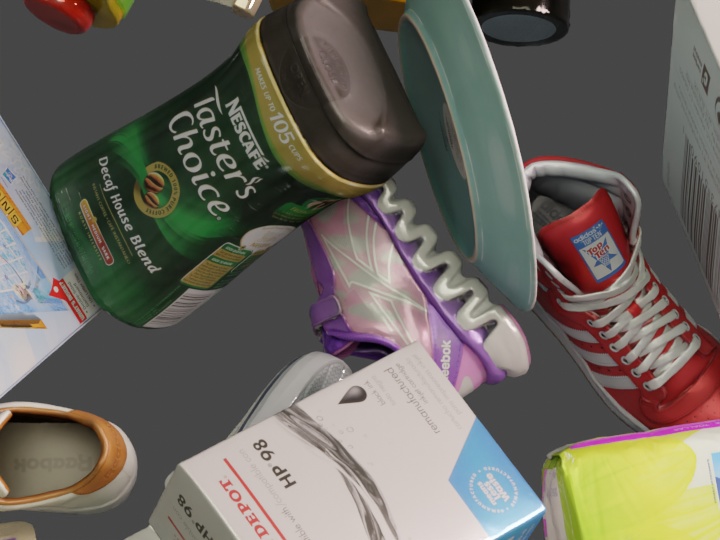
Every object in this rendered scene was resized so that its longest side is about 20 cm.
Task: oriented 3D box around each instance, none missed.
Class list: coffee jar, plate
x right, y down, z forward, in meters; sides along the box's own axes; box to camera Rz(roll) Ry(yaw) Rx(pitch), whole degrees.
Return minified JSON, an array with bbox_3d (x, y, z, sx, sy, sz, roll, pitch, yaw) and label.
[{"bbox_3d":[-0.064,-0.058,1.509,0.200,0.085,0.104,-34,71,27],"label":"coffee jar"},{"bbox_3d":[0.051,-0.072,1.508,0.026,0.200,0.201,-15,76,-6],"label":"plate"}]

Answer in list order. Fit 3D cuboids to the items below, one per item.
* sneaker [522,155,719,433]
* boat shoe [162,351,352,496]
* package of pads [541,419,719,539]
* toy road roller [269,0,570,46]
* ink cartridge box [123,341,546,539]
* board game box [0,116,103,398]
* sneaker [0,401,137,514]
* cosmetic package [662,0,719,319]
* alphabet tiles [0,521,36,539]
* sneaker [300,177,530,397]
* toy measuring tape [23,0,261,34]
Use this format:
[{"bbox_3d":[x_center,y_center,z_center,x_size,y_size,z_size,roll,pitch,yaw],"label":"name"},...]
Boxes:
[{"bbox_3d":[0.146,0.019,1.541,0.200,0.113,0.071,44,76,8],"label":"sneaker"},{"bbox_3d":[-0.077,0.124,1.515,0.067,0.074,0.200,17,67,34],"label":"boat shoe"},{"bbox_3d":[0.179,0.180,1.507,0.154,0.068,0.201,-9,86,-6],"label":"package of pads"},{"bbox_3d":[0.042,-0.210,1.579,0.199,0.146,0.123,6,74,-3],"label":"toy road roller"},{"bbox_3d":[-0.021,0.132,1.429,0.200,0.067,0.116,-27,70,-33],"label":"ink cartridge box"},{"bbox_3d":[-0.239,-0.019,1.468,0.200,0.041,0.200,59,36,-9],"label":"board game box"},{"bbox_3d":[-0.220,0.096,1.504,0.199,0.085,0.073,-6,76,0],"label":"sneaker"},{"bbox_3d":[0.280,-0.063,1.522,0.199,0.165,0.165,-11,49,-8],"label":"cosmetic package"},{"bbox_3d":[-0.216,0.183,1.445,0.199,0.196,0.015,-9,113,-8],"label":"alphabet tiles"},{"bbox_3d":[0.000,0.000,1.557,0.088,0.080,0.200,-40,81,-4],"label":"sneaker"},{"bbox_3d":[-0.124,-0.157,1.572,0.200,0.074,0.074,17,71,31],"label":"toy measuring tape"}]
